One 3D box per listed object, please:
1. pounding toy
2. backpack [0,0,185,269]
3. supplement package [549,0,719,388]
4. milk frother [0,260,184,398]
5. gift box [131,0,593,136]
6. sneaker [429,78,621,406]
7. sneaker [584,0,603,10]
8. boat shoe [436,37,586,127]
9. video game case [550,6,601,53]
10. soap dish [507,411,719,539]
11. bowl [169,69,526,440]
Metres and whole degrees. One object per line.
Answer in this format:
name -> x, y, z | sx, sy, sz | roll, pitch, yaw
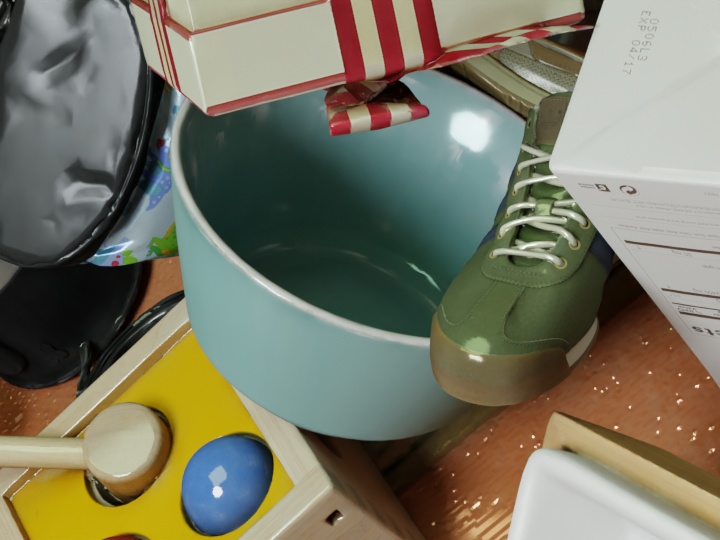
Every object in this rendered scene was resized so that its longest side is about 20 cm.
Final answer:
pounding toy -> -0.104, 0.112, 1.212 | 0.184, 0.142, 0.200 | -43, 45, 6
backpack -> -0.089, -0.082, 1.262 | 0.153, 0.200, 0.164 | 23, 106, 12
supplement package -> 0.182, -0.039, 1.042 | 0.119, 0.200, 0.122 | 6, 66, 33
milk frother -> -0.186, -0.011, 1.321 | 0.200, 0.188, 0.181 | -18, 55, 32
gift box -> -0.001, -0.160, 1.057 | 0.199, 0.187, 0.185 | -13, 14, -5
sneaker -> 0.082, -0.031, 1.061 | 0.067, 0.090, 0.200 | 13, 34, 23
sneaker -> 0.079, -0.186, 1.276 | 0.199, 0.076, 0.081 | 13, 61, 5
boat shoe -> 0.098, -0.083, 1.220 | 0.200, 0.073, 0.063 | 28, 62, 31
video game case -> 0.028, -0.083, 1.325 | 0.182, 0.022, 0.200 | 2, 64, 39
soap dish -> 0.140, 0.162, 0.995 | 0.200, 0.081, 0.158 | 27, 113, 44
bowl -> 0.000, 0.000, 1.153 | 0.201, 0.200, 0.105 | -113, 32, -42
